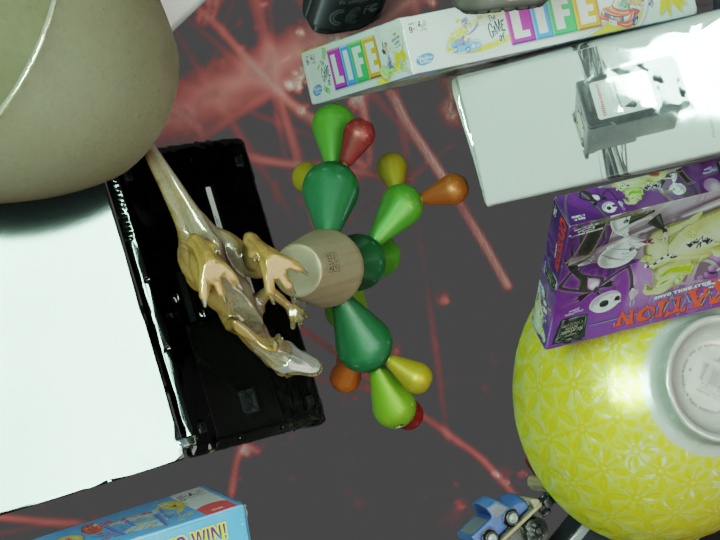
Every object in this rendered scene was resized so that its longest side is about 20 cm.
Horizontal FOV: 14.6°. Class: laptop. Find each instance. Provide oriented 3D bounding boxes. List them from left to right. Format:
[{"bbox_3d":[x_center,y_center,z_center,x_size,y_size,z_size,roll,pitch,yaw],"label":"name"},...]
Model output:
[{"bbox_3d":[-0.137,0.029,1.603,0.200,0.103,0.178,-11,84,-53],"label":"laptop"}]

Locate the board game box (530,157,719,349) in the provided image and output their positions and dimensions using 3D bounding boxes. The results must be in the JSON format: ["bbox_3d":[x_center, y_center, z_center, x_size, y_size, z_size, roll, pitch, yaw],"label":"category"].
[{"bbox_3d":[0.204,-0.019,1.692,0.199,0.032,0.120,-14,147,-15],"label":"board game box"}]

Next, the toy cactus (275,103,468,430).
[{"bbox_3d":[0.000,0.000,1.665,0.165,0.102,0.201,-7,95,-70],"label":"toy cactus"}]

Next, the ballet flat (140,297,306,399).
[{"bbox_3d":[-0.109,0.052,1.655,0.199,0.072,0.072,-17,106,-27],"label":"ballet flat"}]

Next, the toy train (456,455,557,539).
[{"bbox_3d":[0.132,0.124,1.819,0.200,0.034,0.046,-44,110,-18],"label":"toy train"}]

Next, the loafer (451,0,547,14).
[{"bbox_3d":[0.076,-0.203,1.639,0.073,0.200,0.071,-6,108,-7],"label":"loafer"}]

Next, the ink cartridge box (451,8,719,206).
[{"bbox_3d":[0.173,-0.102,1.682,0.145,0.199,0.084,-17,94,-70],"label":"ink cartridge box"}]

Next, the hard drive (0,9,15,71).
[{"bbox_3d":[-0.240,-0.112,1.575,0.200,0.027,0.132,45,76,-27],"label":"hard drive"}]

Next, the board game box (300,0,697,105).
[{"bbox_3d":[0.082,-0.142,1.687,0.199,0.134,0.034,-14,92,-27],"label":"board game box"}]

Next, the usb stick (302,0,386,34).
[{"bbox_3d":[0.010,-0.215,1.628,0.055,0.033,0.200,-12,144,-26],"label":"usb stick"}]

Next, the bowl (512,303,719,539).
[{"bbox_3d":[0.207,0.073,1.779,0.199,0.108,0.201,2,83,-19],"label":"bowl"}]

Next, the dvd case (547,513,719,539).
[{"bbox_3d":[0.219,0.170,1.882,0.200,0.025,0.150,-50,117,-14],"label":"dvd case"}]

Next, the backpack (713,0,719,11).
[{"bbox_3d":[0.296,-0.143,1.803,0.153,0.163,0.201,15,84,-16],"label":"backpack"}]

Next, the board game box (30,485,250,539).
[{"bbox_3d":[-0.151,0.251,1.669,0.199,0.056,0.197,-15,105,-26],"label":"board game box"}]

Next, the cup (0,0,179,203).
[{"bbox_3d":[-0.180,-0.116,1.496,0.143,0.200,0.201,25,86,-46],"label":"cup"}]

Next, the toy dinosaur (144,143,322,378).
[{"bbox_3d":[-0.085,-0.011,1.560,0.060,0.106,0.200,-33,106,-16],"label":"toy dinosaur"}]

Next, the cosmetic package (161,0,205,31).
[{"bbox_3d":[-0.092,-0.230,1.612,0.200,0.071,0.102,-44,117,-16],"label":"cosmetic package"}]
